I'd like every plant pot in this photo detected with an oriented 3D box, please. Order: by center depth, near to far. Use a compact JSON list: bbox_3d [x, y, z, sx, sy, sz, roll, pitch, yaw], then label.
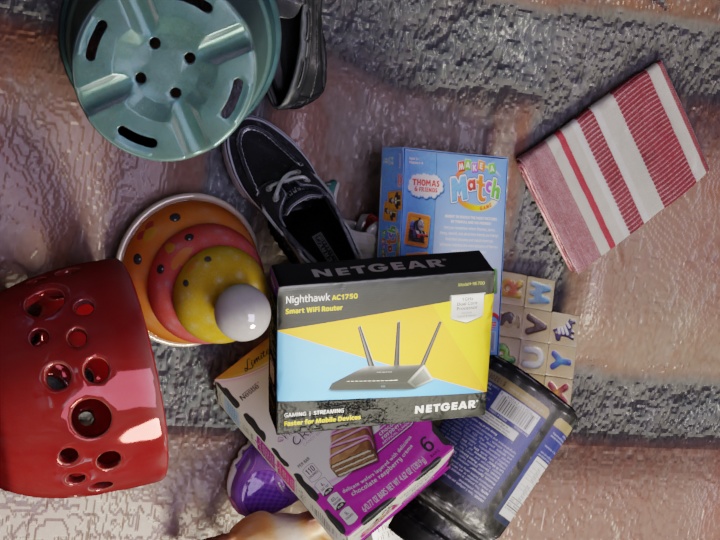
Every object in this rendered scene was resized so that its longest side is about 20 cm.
[{"bbox_3d":[-0.160,-0.184,1.395,0.198,0.196,0.202,-2,106,-5],"label":"plant pot"},{"bbox_3d":[-0.274,0.105,1.444,0.181,0.200,0.202,-13,108,-14],"label":"plant pot"}]

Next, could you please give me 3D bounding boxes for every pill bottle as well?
[{"bbox_3d":[0.117,0.194,1.638,0.112,0.112,0.201,38,85,-28],"label":"pill bottle"}]

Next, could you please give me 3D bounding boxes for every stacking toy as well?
[{"bbox_3d":[-0.127,0.016,1.487,0.145,0.200,0.148,-6,104,-25],"label":"stacking toy"}]

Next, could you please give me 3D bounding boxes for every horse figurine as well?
[{"bbox_3d":[-0.080,0.262,1.617,0.198,0.050,0.133,-6,149,-22],"label":"horse figurine"}]

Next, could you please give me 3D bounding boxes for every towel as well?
[{"bbox_3d":[0.267,-0.110,1.750,0.199,0.023,0.145,-35,112,-16],"label":"towel"}]

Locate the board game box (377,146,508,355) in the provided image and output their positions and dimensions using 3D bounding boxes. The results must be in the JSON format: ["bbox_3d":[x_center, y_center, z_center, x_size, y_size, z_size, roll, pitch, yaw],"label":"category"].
[{"bbox_3d":[0.080,-0.016,1.633,0.150,0.036,0.202,2,92,-43],"label":"board game box"}]

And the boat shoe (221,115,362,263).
[{"bbox_3d":[-0.061,-0.063,1.531,0.071,0.068,0.201,-30,82,-10],"label":"boat shoe"}]

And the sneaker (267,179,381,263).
[{"bbox_3d":[0.000,0.000,1.617,0.093,0.070,0.200,-41,113,-5],"label":"sneaker"}]

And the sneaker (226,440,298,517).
[{"bbox_3d":[-0.037,0.182,1.633,0.199,0.088,0.081,-29,114,-16],"label":"sneaker"}]

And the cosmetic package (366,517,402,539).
[{"bbox_3d":[0.085,0.214,1.720,0.199,0.051,0.083,-22,109,-20],"label":"cosmetic package"}]

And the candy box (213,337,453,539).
[{"bbox_3d":[-0.026,0.145,1.574,0.136,0.061,0.200,-38,71,-18],"label":"candy box"}]

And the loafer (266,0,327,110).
[{"bbox_3d":[-0.070,-0.246,1.520,0.070,0.068,0.203,-37,125,-58],"label":"loafer"}]

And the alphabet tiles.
[{"bbox_3d":[0.132,0.082,1.706,0.198,0.006,0.168,9,84,-20],"label":"alphabet tiles"}]

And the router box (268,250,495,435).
[{"bbox_3d":[0.017,0.064,1.498,0.198,0.051,0.151,-5,116,-13],"label":"router box"}]
